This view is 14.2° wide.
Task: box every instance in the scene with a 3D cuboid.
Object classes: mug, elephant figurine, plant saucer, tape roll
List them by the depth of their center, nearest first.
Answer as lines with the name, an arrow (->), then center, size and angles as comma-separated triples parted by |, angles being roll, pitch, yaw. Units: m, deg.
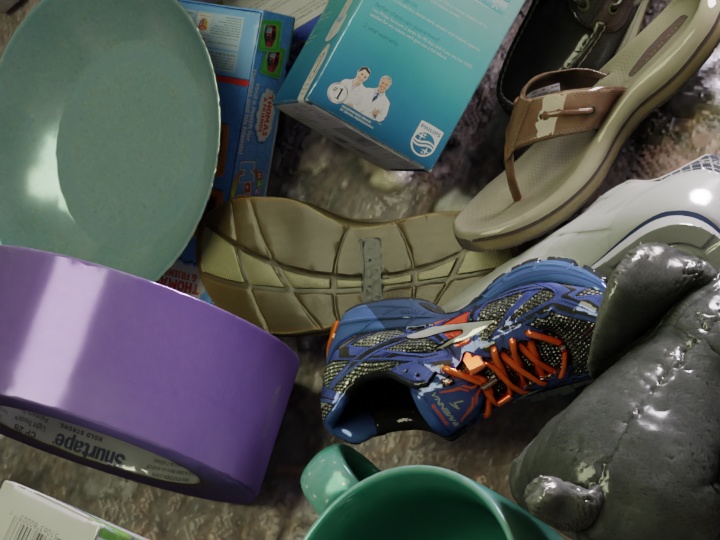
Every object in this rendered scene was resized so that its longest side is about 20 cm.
elephant figurine -> 0.165, 0.051, 1.412 | 0.201, 0.141, 0.155 | -59, 16, -2
mug -> 0.048, 0.175, 1.492 | 0.151, 0.114, 0.186 | -15, 61, 31
tape roll -> -0.140, 0.060, 1.627 | 0.199, 0.200, 0.085 | 7, 74, 38
plant saucer -> -0.146, -0.076, 1.716 | 0.200, 0.039, 0.202 | -4, 84, 40

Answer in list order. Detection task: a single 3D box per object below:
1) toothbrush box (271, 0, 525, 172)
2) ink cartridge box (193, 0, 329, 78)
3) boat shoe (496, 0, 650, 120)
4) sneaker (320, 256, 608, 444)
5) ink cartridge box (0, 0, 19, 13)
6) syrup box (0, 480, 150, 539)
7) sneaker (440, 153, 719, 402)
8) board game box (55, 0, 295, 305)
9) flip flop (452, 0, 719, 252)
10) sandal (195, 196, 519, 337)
toothbrush box -> 0.040, -0.161, 1.626 | 0.201, 0.085, 0.146 | -62, 9, -3
ink cartridge box -> -0.055, -0.188, 1.783 | 0.119, 0.042, 0.201 | -29, 53, 24
boat shoe -> 0.133, -0.173, 1.621 | 0.072, 0.066, 0.201 | 38, 94, 40
sneaker -> 0.062, 0.053, 1.510 | 0.199, 0.075, 0.079 | -16, 33, 35
ink cartridge box -> -0.210, -0.292, 1.915 | 0.200, 0.083, 0.146 | -37, 52, 17
syrup box -> -0.120, 0.187, 1.553 | 0.079, 0.200, 0.082 | 21, 84, 40
sneaker -> 0.120, 0.005, 1.556 | 0.199, 0.076, 0.081 | -24, 34, 30
board game box -> -0.120, -0.064, 1.743 | 0.151, 0.037, 0.201 | 12, 93, 39
flip flop -> 0.119, -0.090, 1.573 | 0.200, 0.058, 0.081 | -46, 22, 0
sandal -> 0.000, 0.000, 1.651 | 0.199, 0.054, 0.081 | 0, 84, 20
